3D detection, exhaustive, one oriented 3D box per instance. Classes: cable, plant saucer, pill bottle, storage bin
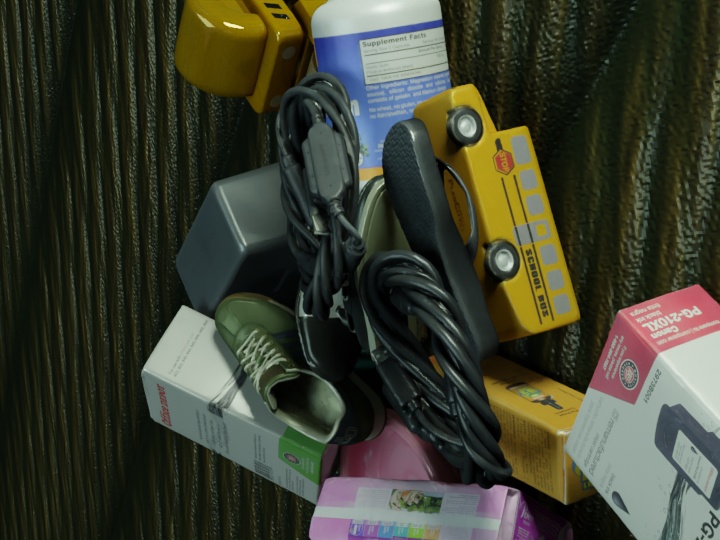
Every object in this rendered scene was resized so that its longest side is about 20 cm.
[{"bbox_3d":[0.062,0.075,1.156,0.201,0.050,0.164,55,157,40],"label":"cable"},{"bbox_3d":[0.051,0.226,1.448,0.200,0.050,0.203,34,132,50],"label":"plant saucer"},{"bbox_3d":[0.018,-0.172,1.267,0.112,0.111,0.203,6,108,59],"label":"pill bottle"},{"bbox_3d":[-0.032,-0.062,1.228,0.164,0.050,0.202,100,161,-51],"label":"cable"},{"bbox_3d":[-0.092,-0.018,1.503,0.147,0.133,0.200,64,149,19],"label":"storage bin"}]

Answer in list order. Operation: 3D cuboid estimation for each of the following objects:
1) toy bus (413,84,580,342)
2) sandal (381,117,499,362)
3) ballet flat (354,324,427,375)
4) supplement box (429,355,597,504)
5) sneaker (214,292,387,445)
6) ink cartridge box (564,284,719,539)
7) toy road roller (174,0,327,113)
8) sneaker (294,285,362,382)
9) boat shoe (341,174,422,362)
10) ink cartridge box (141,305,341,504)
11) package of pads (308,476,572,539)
[{"bbox_3d":[0.107,-0.046,1.204,0.065,0.078,0.203,-19,86,61],"label":"toy bus"},{"bbox_3d":[0.066,-0.027,1.166,0.076,0.043,0.202,25,138,62],"label":"sandal"},{"bbox_3d":[0.001,0.057,1.456,0.200,0.067,0.073,-30,57,59],"label":"ballet flat"},{"bbox_3d":[0.127,0.122,1.241,0.199,0.066,0.070,21,120,56],"label":"supplement box"},{"bbox_3d":[-0.069,0.091,1.398,0.200,0.090,0.068,38,109,17],"label":"sneaker"},{"bbox_3d":[0.245,0.135,1.039,0.200,0.084,0.146,52,143,36],"label":"ink cartridge box"},{"bbox_3d":[-0.082,-0.195,1.394,0.201,0.145,0.124,56,145,31],"label":"toy road roller"},{"bbox_3d":[0.000,0.000,1.360,0.088,0.074,0.203,-5,71,49],"label":"sneaker"},{"bbox_3d":[0.011,-0.007,1.266,0.066,0.074,0.201,38,152,37],"label":"boat shoe"},{"bbox_3d":[-0.110,0.136,1.517,0.198,0.085,0.146,26,155,9],"label":"ink cartridge box"},{"bbox_3d":[0.068,0.227,1.282,0.198,0.120,0.077,-3,64,38],"label":"package of pads"}]
